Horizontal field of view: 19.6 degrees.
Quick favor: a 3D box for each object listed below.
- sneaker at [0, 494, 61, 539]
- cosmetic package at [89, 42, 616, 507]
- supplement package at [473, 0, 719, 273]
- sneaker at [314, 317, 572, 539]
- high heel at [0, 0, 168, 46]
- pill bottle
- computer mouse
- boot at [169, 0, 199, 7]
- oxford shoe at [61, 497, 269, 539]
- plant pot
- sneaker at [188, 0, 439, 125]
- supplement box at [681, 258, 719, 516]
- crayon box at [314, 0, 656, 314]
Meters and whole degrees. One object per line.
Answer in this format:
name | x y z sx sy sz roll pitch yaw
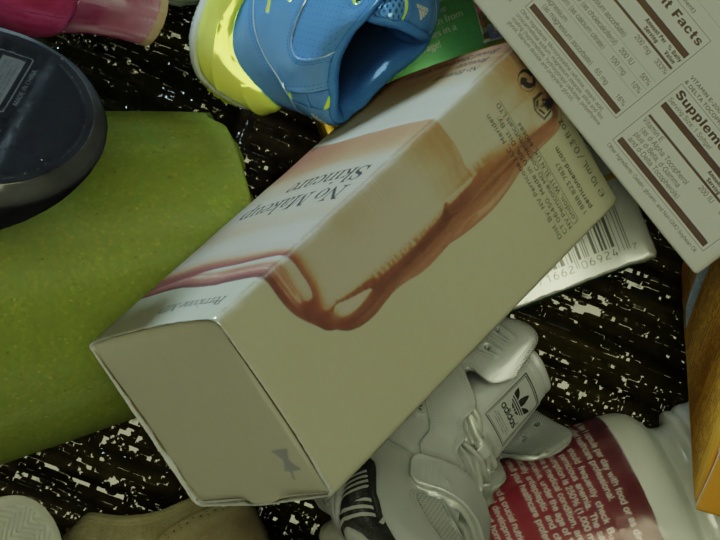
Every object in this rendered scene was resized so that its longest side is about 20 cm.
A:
sneaker | -0.234 0.167 0.905 0.200 0.115 0.074 -34 107 -39
cosmetic package | 0.000 0.000 0.853 0.200 0.103 0.087 -45 110 -34
supplement package | 0.138 -0.127 0.882 0.111 0.156 0.200 -39 89 29
sneaker | 0.040 0.083 0.871 0.115 0.200 0.075 -26 124 -5
high heel | -0.157 -0.168 0.920 0.096 0.200 0.067 10 130 -34
pill bottle | 0.092 0.133 0.944 0.200 0.114 0.114 -21 88 -3
computer mouse | -0.193 -0.068 0.819 0.200 0.053 0.139 22 53 9
boot | -0.039 -0.214 0.966 0.073 0.096 0.200 32 86 0
oxford shoe | -0.133 0.157 0.970 0.199 0.071 0.075 -18 56 2
plant pot | -0.145 0.002 0.920 0.189 0.200 0.201 -10 87 -15
sneaker | 0.009 -0.151 0.910 0.105 0.076 0.200 30 98 32
supplement box | 0.181 0.032 0.911 0.066 0.200 0.069 17 119 -2
crayon box | 0.044 -0.076 0.984 0.125 0.052 0.200 -21 89 -3
